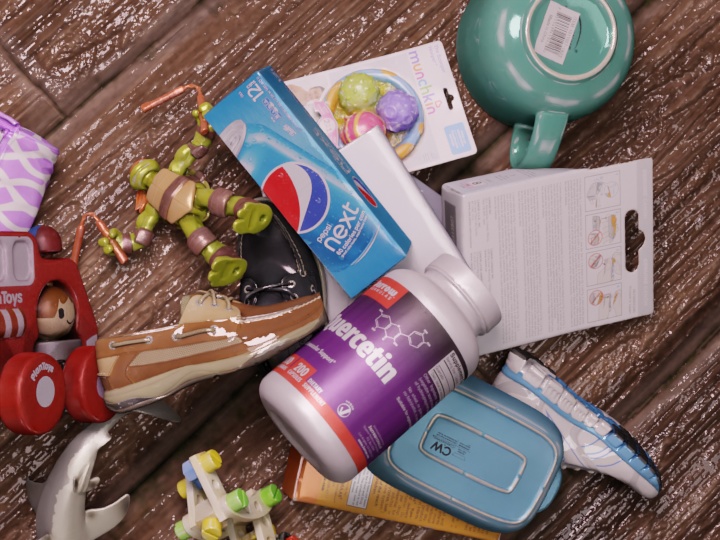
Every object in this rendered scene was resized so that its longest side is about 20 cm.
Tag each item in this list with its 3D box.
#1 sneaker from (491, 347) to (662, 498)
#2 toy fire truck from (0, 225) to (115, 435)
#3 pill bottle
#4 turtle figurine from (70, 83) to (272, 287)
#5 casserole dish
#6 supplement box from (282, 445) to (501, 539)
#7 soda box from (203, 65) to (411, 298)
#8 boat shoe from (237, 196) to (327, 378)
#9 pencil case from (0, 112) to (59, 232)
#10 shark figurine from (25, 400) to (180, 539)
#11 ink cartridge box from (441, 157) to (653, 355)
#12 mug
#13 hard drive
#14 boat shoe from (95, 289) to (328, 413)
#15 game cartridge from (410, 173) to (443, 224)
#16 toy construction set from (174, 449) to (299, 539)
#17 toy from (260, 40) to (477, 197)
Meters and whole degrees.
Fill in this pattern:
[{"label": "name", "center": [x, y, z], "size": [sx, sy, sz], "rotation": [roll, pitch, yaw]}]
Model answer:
[{"label": "sneaker", "center": [0.195, 0.161, 1.465], "size": [0.200, 0.075, 0.087], "rotation": [38, 99, -9]}, {"label": "toy fire truck", "center": [-0.282, 0.046, 1.294], "size": [0.112, 0.200, 0.168], "rotation": [0, 92, 25]}, {"label": "pill bottle", "center": [0.020, 0.077, 1.301], "size": [0.200, 0.112, 0.112], "rotation": [-41, 98, -13]}, {"label": "turtle figurine", "center": [-0.159, -0.051, 1.359], "size": [0.161, 0.064, 0.200], "rotation": [36, 91, 32]}, {"label": "casserole dish", "center": [0.095, 0.159, 1.379], "size": [0.200, 0.039, 0.121], "rotation": [28, 88, -12]}, {"label": "supplement box", "center": [0.034, 0.196, 1.421], "size": [0.200, 0.067, 0.069], "rotation": [12, 87, -12]}, {"label": "soda box", "center": [-0.043, -0.077, 1.328], "size": [0.064, 0.068, 0.200], "rotation": [-39, 95, 12]}, {"label": "boat shoe", "center": [-0.070, 0.037, 1.355], "size": [0.074, 0.066, 0.200], "rotation": [-6, 100, 15]}, {"label": "pencil case", "center": [-0.329, -0.038, 1.331], "size": [0.084, 0.085, 0.200], "rotation": [22, 86, -2]}, {"label": "shark figurine", "center": [-0.254, 0.180, 1.355], "size": [0.128, 0.089, 0.215], "rotation": [15, 95, -46]}, {"label": "ink cartridge box", "center": [0.175, -0.017, 1.444], "size": [0.200, 0.057, 0.163], "rotation": [-14, 113, -24]}, {"label": "mug", "center": [0.181, -0.197, 1.433], "size": [0.152, 0.114, 0.185], "rotation": [-27, 95, -12]}, {"label": "hard drive", "center": [0.014, -0.010, 1.384], "size": [0.132, 0.025, 0.200], "rotation": [-32, 96, 10]}, {"label": "boat shoe", "center": [-0.127, 0.053, 1.287], "size": [0.200, 0.076, 0.074], "rotation": [-21, 91, -3]}, {"label": "game cartridge", "center": [0.000, 0.000, 1.431], "size": [0.133, 0.041, 0.200], "rotation": [36, 82, -14]}, {"label": "toy construction set", "center": [-0.104, 0.263, 1.347], "size": [0.092, 0.131, 0.200], "rotation": [-16, 62, 26]}, {"label": "toy", "center": [-0.005, -0.137, 1.405], "size": [0.200, 0.047, 0.115], "rotation": [-16, 78, -3]}]
